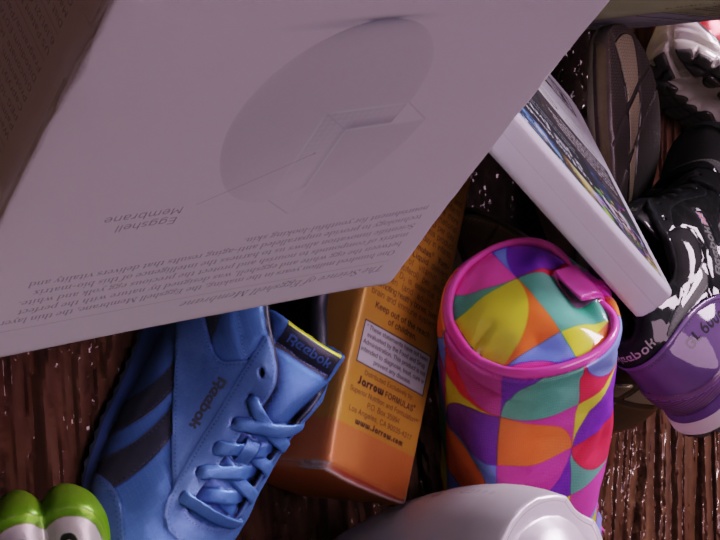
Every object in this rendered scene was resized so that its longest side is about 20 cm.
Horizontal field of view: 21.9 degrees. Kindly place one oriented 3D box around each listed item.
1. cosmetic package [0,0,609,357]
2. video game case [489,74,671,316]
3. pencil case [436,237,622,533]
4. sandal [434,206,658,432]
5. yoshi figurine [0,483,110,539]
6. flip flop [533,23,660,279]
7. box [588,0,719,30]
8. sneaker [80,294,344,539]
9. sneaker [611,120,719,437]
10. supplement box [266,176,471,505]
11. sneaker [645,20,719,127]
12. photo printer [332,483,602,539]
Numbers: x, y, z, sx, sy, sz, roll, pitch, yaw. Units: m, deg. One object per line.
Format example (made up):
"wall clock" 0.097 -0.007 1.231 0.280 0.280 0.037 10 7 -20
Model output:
"cosmetic package" -0.050 -0.081 0.622 0.199 0.200 0.123 -10 61 -36
"video game case" 0.056 -0.092 0.839 0.200 0.023 0.182 45 16 -30
"pencil case" 0.078 0.075 0.866 0.089 0.088 0.200 -59 158 -33
"sandal" 0.085 0.023 0.942 0.200 0.054 0.080 28 112 -38
"yoshi figurine" -0.106 0.181 0.675 0.112 0.112 0.201 -14 97 -44
"flip flop" 0.121 -0.033 1.002 0.081 0.057 0.201 -32 130 -58
"box" 0.184 -0.221 0.964 0.097 0.199 0.177 -7 94 -52
"sneaker" -0.056 0.061 0.760 0.066 0.078 0.201 36 63 -46
"sneaker" 0.163 -0.020 0.940 0.087 0.076 0.200 39 39 -26
"supplement box" 0.000 0.000 0.838 0.069 0.066 0.201 28 68 -47
"sneaker" 0.244 -0.112 1.138 0.200 0.077 0.085 38 55 -44
"photo printer" 0.013 0.179 0.776 0.069 0.166 0.200 41 57 -19
